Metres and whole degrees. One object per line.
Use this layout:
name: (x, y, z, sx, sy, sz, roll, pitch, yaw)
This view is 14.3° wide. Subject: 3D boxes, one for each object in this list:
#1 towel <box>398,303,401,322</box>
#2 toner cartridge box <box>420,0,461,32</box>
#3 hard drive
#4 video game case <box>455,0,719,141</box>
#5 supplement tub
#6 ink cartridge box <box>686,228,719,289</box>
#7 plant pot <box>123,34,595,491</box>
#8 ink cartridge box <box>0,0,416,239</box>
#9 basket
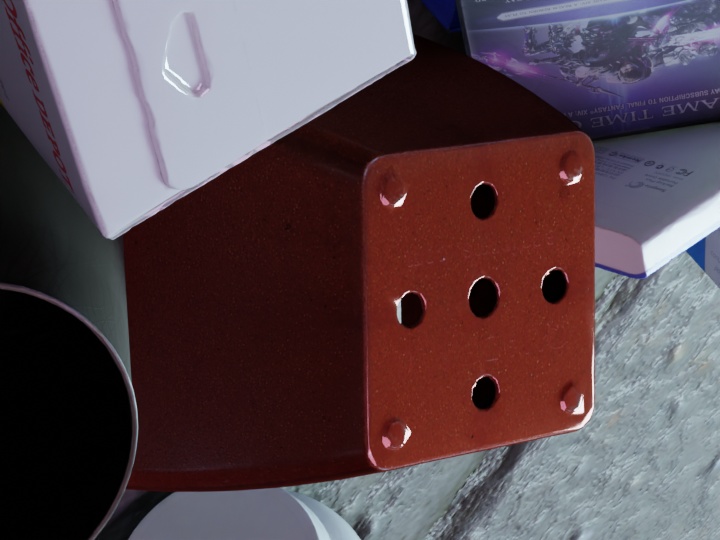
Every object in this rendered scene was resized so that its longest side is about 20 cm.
towel: (0.051, -0.035, 1.504, 0.200, 0.035, 0.132, -45, 144, 6)
toner cartridge box: (0.089, -0.209, 1.333, 0.095, 0.043, 0.201, -16, 139, -32)
hard drive: (0.156, -0.064, 1.430, 0.200, 0.132, 0.026, -32, 124, -34)
video game case: (0.116, -0.130, 1.340, 0.142, 0.019, 0.200, -9, 144, 5)
supplement tub: (-0.043, 0.208, 1.591, 0.145, 0.146, 0.200, -39, 146, -1)
ink cartridge box: (0.247, -0.080, 1.567, 0.067, 0.116, 0.201, -8, 135, -38)
plant pot: (0.000, 0.000, 1.296, 0.199, 0.176, 0.202, -9, 102, -38)
ink cartridge box: (-0.097, -0.149, 1.080, 0.146, 0.200, 0.147, -31, 146, -13)
basket: (-0.159, 0.011, 1.179, 0.135, 0.201, 0.181, 23, 125, -18)
